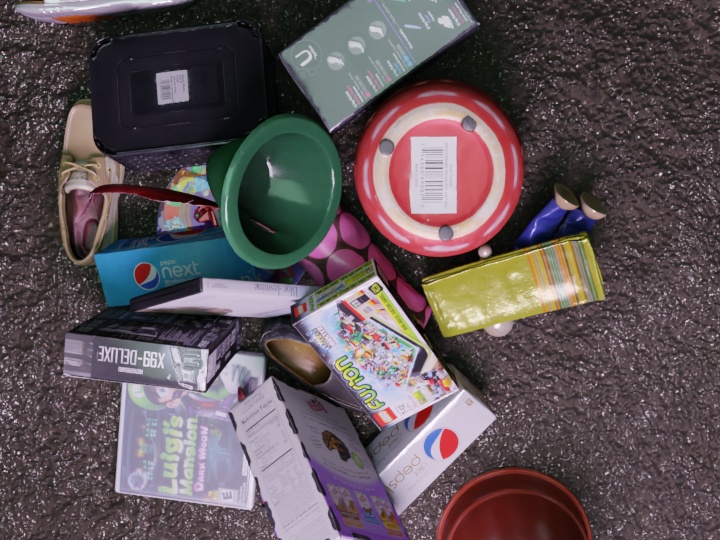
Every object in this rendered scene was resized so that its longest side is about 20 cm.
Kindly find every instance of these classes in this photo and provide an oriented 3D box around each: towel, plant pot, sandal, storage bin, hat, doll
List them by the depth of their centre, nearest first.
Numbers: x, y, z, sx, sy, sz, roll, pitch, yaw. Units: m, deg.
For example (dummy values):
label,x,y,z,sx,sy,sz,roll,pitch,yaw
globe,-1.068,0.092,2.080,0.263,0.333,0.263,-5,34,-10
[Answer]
label,x,y,z,sx,sy,sz,roll,pitch,yaw
hat,-0.145,-0.107,1.016,0.175,0.199,0.168,21,89,39
plant pot,0.090,-0.112,1.025,0.197,0.183,0.203,0,99,1
towel,0.174,0.021,1.057,0.198,0.018,0.087,-16,113,19
storage bin,-0.198,-0.197,1.058,0.197,0.094,0.137,-6,84,4
sandal,-0.296,-0.327,1.073,0.204,0.079,0.060,-7,97,-4
plant pot,0.189,0.362,1.079,0.198,0.195,0.204,1,99,4
doll,0.197,-0.006,1.079,0.135,0.049,0.201,15,121,-23

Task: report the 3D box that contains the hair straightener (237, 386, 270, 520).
label,x,y,z,sx,sy,sz,roll,pitch,yaw
hair straightener,-0.097,0.232,1.145,0.076,0.041,0.203,-14,100,-16

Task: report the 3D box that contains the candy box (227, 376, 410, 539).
label,x,y,z,sx,sy,sz,roll,pitch,yaw
candy box,-0.044,0.234,1.027,0.071,0.167,0.201,-38,55,13

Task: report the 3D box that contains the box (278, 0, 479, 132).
label,x,y,z,sx,sy,sz,roll,pitch,yaw
box,0.021,-0.255,1.035,0.199,0.122,0.107,-35,95,7

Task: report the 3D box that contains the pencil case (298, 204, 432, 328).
label,x,y,z,sx,sy,sz,roll,pitch,yaw
pencil case,0.000,0.000,1.094,0.090,0.094,0.200,-35,99,33

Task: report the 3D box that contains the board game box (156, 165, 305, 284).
label,x,y,z,sx,sy,sz,roll,pitch,yaw
board game box,-0.156,-0.044,1.118,0.199,0.039,0.159,31,99,-1

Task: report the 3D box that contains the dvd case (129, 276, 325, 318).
label,x,y,z,sx,sy,sz,roll,pitch,yaw
dvd case,-0.136,0.033,1.031,0.142,0.198,0.018,-15,75,44

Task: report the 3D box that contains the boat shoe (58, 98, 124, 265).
label,x,y,z,sx,sy,sz,roll,pitch,yaw
boat shoe,-0.326,-0.104,1.108,0.073,0.066,0.203,-1,98,4

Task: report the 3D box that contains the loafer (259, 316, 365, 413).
label,x,y,z,sx,sy,sz,roll,pitch,yaw
loafer,-0.036,0.127,1.120,0.198,0.072,0.074,25,98,-1

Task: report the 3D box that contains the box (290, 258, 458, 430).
label,x,y,z,sx,sy,sz,roll,pitch,yaw
box,0.019,0.088,1.038,0.109,0.035,0.201,-30,125,11

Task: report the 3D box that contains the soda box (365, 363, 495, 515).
label,x,y,z,sx,sy,sz,roll,pitch,yaw
soda box,0.069,0.214,1.122,0.064,0.068,0.200,39,100,-22

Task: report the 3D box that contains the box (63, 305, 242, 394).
label,x,y,z,sx,sy,sz,roll,pitch,yaw
box,-0.230,0.081,1.061,0.155,0.200,0.050,6,100,2

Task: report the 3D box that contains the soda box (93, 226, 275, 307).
label,x,y,z,sx,sy,sz,roll,pitch,yaw
soda box,-0.206,-0.007,1.086,0.197,0.064,0.069,-6,107,16

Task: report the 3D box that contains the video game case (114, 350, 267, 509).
label,x,y,z,sx,sy,sz,roll,pitch,yaw
video game case,-0.215,0.194,1.167,0.179,0.023,0.203,7,99,3
